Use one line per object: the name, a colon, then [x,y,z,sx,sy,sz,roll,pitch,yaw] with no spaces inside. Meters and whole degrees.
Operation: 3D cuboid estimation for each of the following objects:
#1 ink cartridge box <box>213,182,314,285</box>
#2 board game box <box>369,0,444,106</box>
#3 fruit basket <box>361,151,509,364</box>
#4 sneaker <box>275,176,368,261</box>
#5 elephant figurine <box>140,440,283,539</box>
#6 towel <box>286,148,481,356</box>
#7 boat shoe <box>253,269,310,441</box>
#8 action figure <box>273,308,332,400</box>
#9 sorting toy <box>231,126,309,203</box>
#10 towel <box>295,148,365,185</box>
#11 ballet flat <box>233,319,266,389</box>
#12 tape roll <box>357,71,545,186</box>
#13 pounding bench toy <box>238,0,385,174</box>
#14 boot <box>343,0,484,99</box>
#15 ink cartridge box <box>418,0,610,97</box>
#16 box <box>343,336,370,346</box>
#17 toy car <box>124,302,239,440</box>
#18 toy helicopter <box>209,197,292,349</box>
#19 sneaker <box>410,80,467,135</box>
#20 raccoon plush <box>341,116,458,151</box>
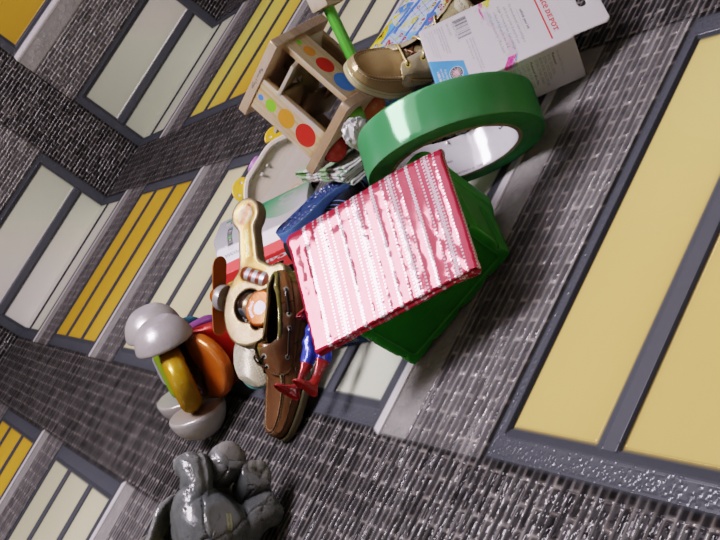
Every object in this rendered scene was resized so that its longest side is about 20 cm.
ink cartridge box: [-0.141,-0.049,1.565,0.159,0.051,0.200,-24,19,11]
board game box: [0.078,-0.334,1.613,0.197,0.056,0.200,-53,22,4]
fruit basket: [0.045,-0.026,1.161,0.214,0.155,0.218,-25,51,34]
sneaker: [-0.040,-0.067,1.472,0.070,0.079,0.200,-13,23,43]
elephant figurine: [-0.179,0.295,1.203,0.200,0.154,0.142,-49,64,40]
towel: [0.018,-0.016,1.065,0.199,0.022,0.146,-29,60,22]
boat shoe: [-0.098,0.100,1.282,0.072,0.067,0.203,-9,70,57]
action figure: [-0.041,0.050,1.238,0.065,0.051,0.202,-27,34,54]
sorting toy: [-0.139,-0.141,1.767,0.201,0.106,0.180,-58,3,-7]
towel: [0.001,-0.163,1.517,0.148,0.031,0.200,-31,14,-17]
ballet flat: [-0.135,0.073,1.448,0.201,0.066,0.063,-88,-1,-53]
tape roll: [0.096,-0.142,1.142,0.200,0.199,0.049,-32,69,44]
pounding bench toy: [-0.038,-0.256,1.419,0.124,0.156,0.201,-40,-12,-47]
boot: [0.086,-0.290,1.345,0.156,0.198,0.073,-52,53,47]
ink cartridge box: [0.176,-0.252,1.200,0.198,0.068,0.116,-23,51,11]
box: [0.000,0.000,1.330,0.136,0.038,0.202,-18,43,56]
toy car: [-0.229,0.123,1.492,0.149,0.177,0.200,-27,17,-15]
toy helicopter: [-0.147,0.004,1.393,0.131,0.079,0.203,-18,67,28]
sneaker: [0.138,-0.234,1.309,0.199,0.090,0.079,-33,31,38]
raccoon plush: [0.029,-0.164,1.319,0.133,0.199,0.098,9,78,51]
